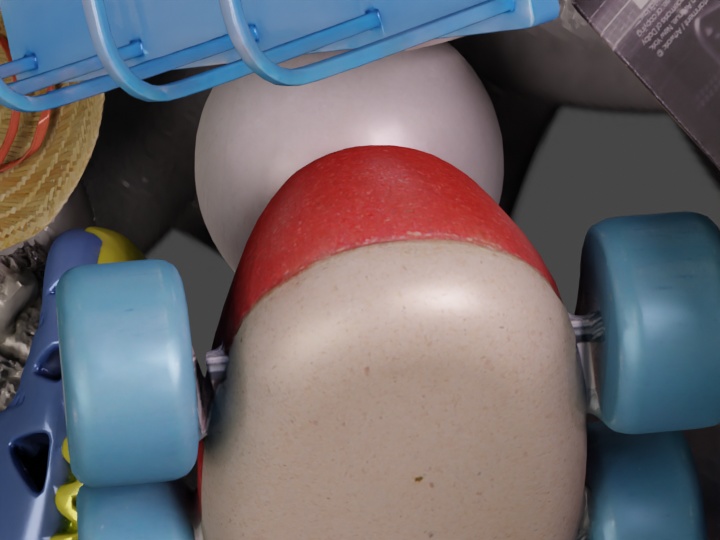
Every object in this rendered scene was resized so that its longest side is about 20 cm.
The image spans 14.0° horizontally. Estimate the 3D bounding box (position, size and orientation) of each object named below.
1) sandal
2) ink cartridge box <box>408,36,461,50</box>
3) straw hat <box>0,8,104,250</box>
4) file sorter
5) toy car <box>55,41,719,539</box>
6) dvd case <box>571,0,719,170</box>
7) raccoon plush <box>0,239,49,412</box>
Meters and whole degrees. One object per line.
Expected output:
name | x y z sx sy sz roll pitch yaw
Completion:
sandal | -0.110 0.083 0.933 0.087 0.079 0.201 7 80 17
ink cartridge box | 0.052 -0.177 0.798 0.200 0.084 0.146 -42 78 40
straw hat | -0.151 -0.106 0.981 0.200 0.085 0.202 14 123 23
file sorter | -0.071 -0.113 0.784 0.199 0.122 0.140 -3 104 40
toy car | 0.000 0.000 0.883 0.177 0.183 0.201 90 172 -48
dvd case | 0.162 -0.045 0.723 0.200 0.016 0.149 49 125 13
raccoon plush | -0.162 0.070 1.000 0.097 0.199 0.135 -162 59 -73
